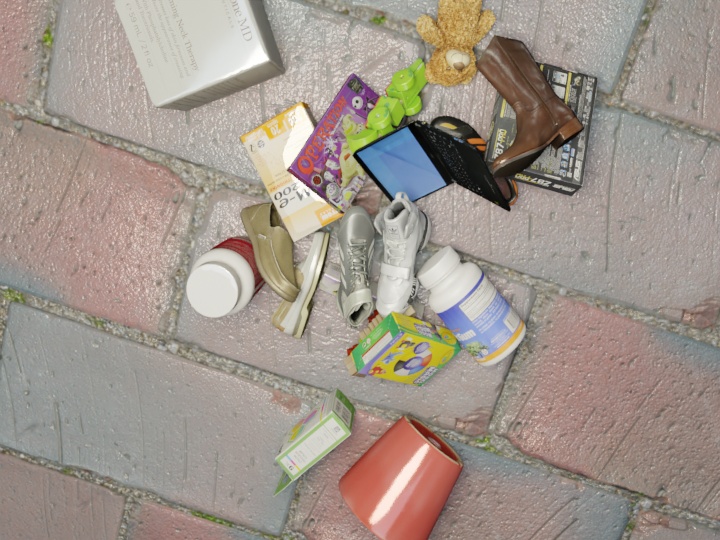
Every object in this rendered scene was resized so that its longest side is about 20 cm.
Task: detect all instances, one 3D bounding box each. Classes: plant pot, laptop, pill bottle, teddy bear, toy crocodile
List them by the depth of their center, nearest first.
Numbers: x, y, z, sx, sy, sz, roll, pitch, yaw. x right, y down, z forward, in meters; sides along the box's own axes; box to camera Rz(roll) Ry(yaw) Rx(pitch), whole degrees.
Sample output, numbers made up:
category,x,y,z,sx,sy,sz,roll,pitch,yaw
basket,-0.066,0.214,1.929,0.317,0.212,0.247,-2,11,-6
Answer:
category,x,y,z,sx,sy,sz,roll,pitch,yaw
laptop,0.115,-0.143,0.981,0.104,0.199,0.177,-51,140,-2
teddy bear,0.159,-0.405,0.994,0.143,0.066,0.204,14,97,-38
toy crocodile,0.050,-0.269,1.014,0.061,0.068,0.202,22,72,33
pill bottle,-0.226,0.011,1.050,0.109,0.200,0.115,1,102,3
pill bottle,0.191,0.059,1.081,0.112,0.112,0.201,-41,97,10
plant pot,0.085,0.381,1.124,0.199,0.200,0.179,38,91,-5

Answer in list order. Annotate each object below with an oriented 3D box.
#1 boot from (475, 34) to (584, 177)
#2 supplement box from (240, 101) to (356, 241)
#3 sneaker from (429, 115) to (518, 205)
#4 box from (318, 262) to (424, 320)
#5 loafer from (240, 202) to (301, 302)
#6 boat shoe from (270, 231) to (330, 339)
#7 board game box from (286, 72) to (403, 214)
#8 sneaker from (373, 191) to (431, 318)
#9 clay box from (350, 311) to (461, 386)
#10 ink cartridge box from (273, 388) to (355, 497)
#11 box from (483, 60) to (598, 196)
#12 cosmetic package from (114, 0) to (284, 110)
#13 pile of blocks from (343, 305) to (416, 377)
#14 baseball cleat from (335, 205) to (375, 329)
category,x,y,z,sx,sy,sz,roll,pitch,yaw
boot,0.225,-0.260,0.946,0.184,0.064,0.202,-28,80,-22
supplement box,-0.105,-0.171,1.069,0.124,0.074,0.203,-26,99,8
sneaker,0.197,-0.188,1.039,0.200,0.090,0.070,44,101,-7
box,0.020,0.048,1.120,0.196,0.042,0.039,24,129,-3
loafer,-0.149,-0.040,1.065,0.067,0.076,0.203,-32,70,10
boat shoe,-0.109,0.021,1.109,0.067,0.075,0.204,19,98,2
board game box,-0.023,-0.213,1.027,0.119,0.032,0.202,34,77,-14
sneaker,0.057,-0.029,1.021,0.074,0.115,0.204,10,72,28
clay box,0.091,0.144,1.072,0.198,0.048,0.115,20,123,-41
ink cartridge box,-0.102,0.324,1.158,0.199,0.104,0.059,-42,97,11
box,0.295,-0.240,1.001,0.157,0.049,0.205,14,74,-2
cosmetic package,-0.249,-0.374,0.987,0.196,0.167,0.171,-19,100,6
pile of blocks,0.035,0.114,1.114,0.201,0.081,0.063,-52,59,33
baseball cleat,0.000,0.000,1.023,0.068,0.107,0.204,-6,117,-16
